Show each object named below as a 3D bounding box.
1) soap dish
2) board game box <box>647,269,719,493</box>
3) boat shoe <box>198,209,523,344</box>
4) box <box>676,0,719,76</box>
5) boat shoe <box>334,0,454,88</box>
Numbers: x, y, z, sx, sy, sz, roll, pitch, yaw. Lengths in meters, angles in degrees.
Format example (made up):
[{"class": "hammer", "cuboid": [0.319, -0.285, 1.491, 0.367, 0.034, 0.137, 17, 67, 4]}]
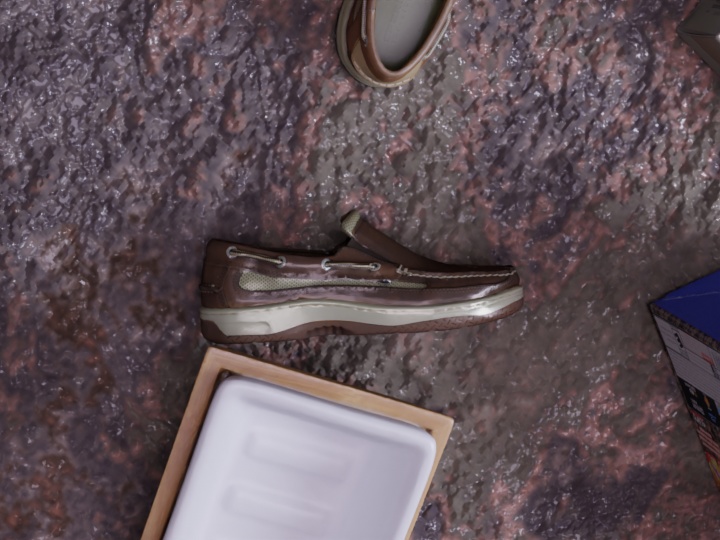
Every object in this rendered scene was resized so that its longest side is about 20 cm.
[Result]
[{"class": "soap dish", "cuboid": [-0.051, 0.150, 1.315, 0.156, 0.081, 0.201, 17, 108, -13]}, {"class": "board game box", "cuboid": [0.279, 0.104, 1.343, 0.096, 0.159, 0.201, -24, 104, -6]}, {"class": "boat shoe", "cuboid": [0.001, 0.000, 1.319, 0.201, 0.075, 0.075, -4, 95, -10]}, {"class": "box", "cuboid": [0.306, -0.114, 1.352, 0.200, 0.078, 0.095, 41, 90, -14]}, {"class": "boat shoe", "cuboid": [0.042, -0.204, 1.289, 0.075, 0.074, 0.201, 12, 97, -13]}]
